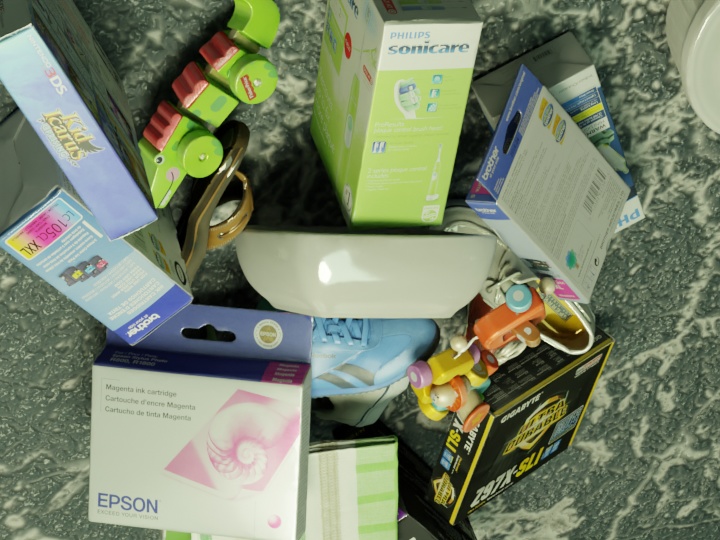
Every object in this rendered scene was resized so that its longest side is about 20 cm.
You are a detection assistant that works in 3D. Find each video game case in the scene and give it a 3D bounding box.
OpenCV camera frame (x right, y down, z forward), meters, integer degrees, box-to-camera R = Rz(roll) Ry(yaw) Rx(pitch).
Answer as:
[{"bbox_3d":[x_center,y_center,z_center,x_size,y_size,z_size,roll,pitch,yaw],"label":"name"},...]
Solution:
[{"bbox_3d":[-0.226,-0.150,1.238,0.045,0.182,0.201,-25,134,3],"label":"video game case"}]

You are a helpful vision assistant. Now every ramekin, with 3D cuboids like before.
[{"bbox_3d":[0.362,-0.220,1.460,0.200,0.095,0.204,-10,132,-11],"label":"ramekin"}]

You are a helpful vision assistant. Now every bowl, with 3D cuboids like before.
[{"bbox_3d":[0.000,0.000,1.440,0.198,0.199,0.075,2,92,-24],"label":"bowl"}]

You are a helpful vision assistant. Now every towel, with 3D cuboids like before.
[{"bbox_3d":[-0.063,0.218,1.559,0.198,0.031,0.150,-5,127,-7],"label":"towel"}]

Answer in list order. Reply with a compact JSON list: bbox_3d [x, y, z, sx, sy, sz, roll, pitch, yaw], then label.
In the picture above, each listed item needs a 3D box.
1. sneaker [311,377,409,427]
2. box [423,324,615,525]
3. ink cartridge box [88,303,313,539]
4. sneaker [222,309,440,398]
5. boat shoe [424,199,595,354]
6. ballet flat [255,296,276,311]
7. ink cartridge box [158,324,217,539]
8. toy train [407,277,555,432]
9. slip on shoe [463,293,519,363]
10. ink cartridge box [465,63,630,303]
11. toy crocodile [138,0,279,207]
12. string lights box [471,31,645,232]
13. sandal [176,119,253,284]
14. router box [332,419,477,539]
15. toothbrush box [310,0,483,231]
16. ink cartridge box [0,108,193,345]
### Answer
[{"bbox_3d":[-0.001,0.097,1.590,0.070,0.074,0.201,-2,147,-18],"label":"sneaker"},{"bbox_3d":[0.160,0.151,1.677,0.199,0.049,0.161,-26,146,-41],"label":"box"},{"bbox_3d":[-0.142,0.133,1.467,0.194,0.043,0.202,4,100,11],"label":"ink cartridge box"},{"bbox_3d":[-0.030,0.066,1.481,0.198,0.066,0.079,-12,133,18],"label":"sneaker"},{"bbox_3d":[0.143,0.010,1.554,0.200,0.070,0.071,41,106,-15],"label":"boat shoe"},{"bbox_3d":[-0.082,0.102,1.590,0.067,0.071,0.201,5,127,-22],"label":"ballet flat"},{"bbox_3d":[-0.166,0.155,1.582,0.059,0.104,0.201,-5,131,-17],"label":"ink cartridge box"},{"bbox_3d":[0.117,0.085,1.478,0.149,0.056,0.200,-30,162,-7],"label":"toy train"},{"bbox_3d":[0.135,0.064,1.645,0.073,0.061,0.201,5,125,-21],"label":"slip on shoe"},{"bbox_3d":[0.156,-0.072,1.421,0.200,0.042,0.120,43,62,-44],"label":"ink cartridge box"},{"bbox_3d":[-0.129,-0.139,1.347,0.062,0.068,0.201,28,104,-41],"label":"toy crocodile"},{"bbox_3d":[0.183,-0.108,1.513,0.102,0.059,0.201,-27,134,2],"label":"string lights box"},{"bbox_3d":[-0.123,-0.047,1.432,0.054,0.082,0.201,14,128,-13],"label":"sandal"},{"bbox_3d":[0.058,0.253,1.721,0.051,0.150,0.200,-34,132,11],"label":"router box"},{"bbox_3d":[0.024,-0.155,1.354,0.085,0.146,0.201,-3,131,-17],"label":"toothbrush box"},{"bbox_3d":[-0.216,-0.033,1.375,0.076,0.137,0.200,-36,132,15],"label":"ink cartridge box"}]
